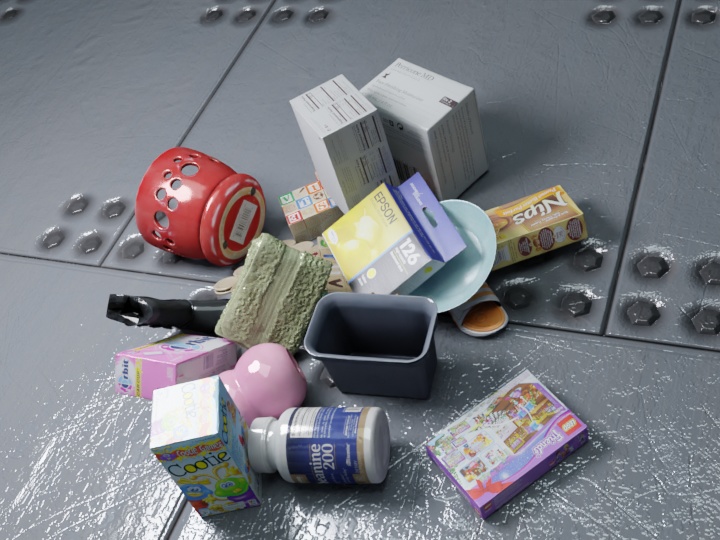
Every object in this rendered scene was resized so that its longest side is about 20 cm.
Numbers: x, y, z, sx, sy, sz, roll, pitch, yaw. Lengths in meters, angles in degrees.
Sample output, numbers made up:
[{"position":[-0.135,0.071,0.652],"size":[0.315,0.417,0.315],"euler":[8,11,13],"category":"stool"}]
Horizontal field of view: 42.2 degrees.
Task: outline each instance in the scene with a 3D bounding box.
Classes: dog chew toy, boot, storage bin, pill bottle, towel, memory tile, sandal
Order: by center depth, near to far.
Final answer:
[{"position":[-0.062,0.261,1.392],"size":[0.198,0.111,0.111],"euler":[-3,48,15],"category":"pill bottle"},{"position":[0.031,0.120,1.474],"size":[0.199,0.135,0.146],"euler":[3,50,19],"category":"storage bin"},{"position":[-0.186,0.203,1.483],"size":[0.199,0.125,0.125],"euler":[-31,47,-1],"category":"dog chew toy"},{"position":[-0.141,0.050,1.543],"size":[0.148,0.201,0.037],"euler":[23,17,-12],"category":"towel"},{"position":[0.168,0.029,1.565],"size":[0.079,0.059,0.207],"euler":[-29,47,-9],"category":"sandal"},{"position":[-0.308,0.070,1.584],"size":[0.164,0.200,0.066],"euler":[-5,78,22],"category":"boot"},{"position":[-0.154,-0.002,1.665],"size":[0.153,0.017,0.200],"euler":[6,33,43],"category":"memory tile"}]

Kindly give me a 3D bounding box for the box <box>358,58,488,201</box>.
[{"position":[0.116,-0.258,1.745],"size":[0.131,0.201,0.198],"euler":[-42,50,-20],"category":"box"}]

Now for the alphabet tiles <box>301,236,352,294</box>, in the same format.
[{"position":[0.000,0.000,1.627],"size":[0.198,0.006,0.167],"euler":[1,44,-14],"category":"alphabet tiles"}]

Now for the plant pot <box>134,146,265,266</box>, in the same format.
[{"position":[-0.293,-0.115,1.749],"size":[0.182,0.201,0.201],"euler":[19,57,28],"category":"plant pot"}]

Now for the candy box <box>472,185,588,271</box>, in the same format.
[{"position":[0.276,-0.071,1.609],"size":[0.199,0.056,0.116],"euler":[-19,32,0],"category":"candy box"}]

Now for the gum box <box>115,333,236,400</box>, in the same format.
[{"position":[-0.294,0.155,1.526],"size":[0.113,0.067,0.200],"euler":[6,9,22],"category":"gum box"}]

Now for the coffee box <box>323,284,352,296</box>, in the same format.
[{"position":[-0.096,0.044,1.646],"size":[0.199,0.044,0.123],"euler":[-14,45,5],"category":"coffee box"}]

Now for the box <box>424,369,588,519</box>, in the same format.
[{"position":[0.213,0.250,1.363],"size":[0.199,0.039,0.137],"euler":[-33,47,-13],"category":"box"}]

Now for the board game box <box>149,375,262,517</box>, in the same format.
[{"position":[-0.225,0.263,1.380],"size":[0.102,0.201,0.105],"euler":[-13,46,6],"category":"board game box"}]

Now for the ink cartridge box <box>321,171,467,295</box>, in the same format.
[{"position":[0.052,-0.051,1.567],"size":[0.200,0.047,0.198],"euler":[-41,50,14],"category":"ink cartridge box"}]

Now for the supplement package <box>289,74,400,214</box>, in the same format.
[{"position":[-0.023,-0.215,1.663],"size":[0.110,0.201,0.156],"euler":[-28,42,-9],"category":"supplement package"}]

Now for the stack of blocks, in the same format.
[{"position":[-0.053,-0.140,1.790],"size":[0.199,0.059,0.115],"euler":[-23,46,-3],"category":"stack of blocks"}]

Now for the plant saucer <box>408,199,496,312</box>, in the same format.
[{"position":[0.141,-0.018,1.543],"size":[0.200,0.039,0.202],"euler":[-15,60,28],"category":"plant saucer"}]
